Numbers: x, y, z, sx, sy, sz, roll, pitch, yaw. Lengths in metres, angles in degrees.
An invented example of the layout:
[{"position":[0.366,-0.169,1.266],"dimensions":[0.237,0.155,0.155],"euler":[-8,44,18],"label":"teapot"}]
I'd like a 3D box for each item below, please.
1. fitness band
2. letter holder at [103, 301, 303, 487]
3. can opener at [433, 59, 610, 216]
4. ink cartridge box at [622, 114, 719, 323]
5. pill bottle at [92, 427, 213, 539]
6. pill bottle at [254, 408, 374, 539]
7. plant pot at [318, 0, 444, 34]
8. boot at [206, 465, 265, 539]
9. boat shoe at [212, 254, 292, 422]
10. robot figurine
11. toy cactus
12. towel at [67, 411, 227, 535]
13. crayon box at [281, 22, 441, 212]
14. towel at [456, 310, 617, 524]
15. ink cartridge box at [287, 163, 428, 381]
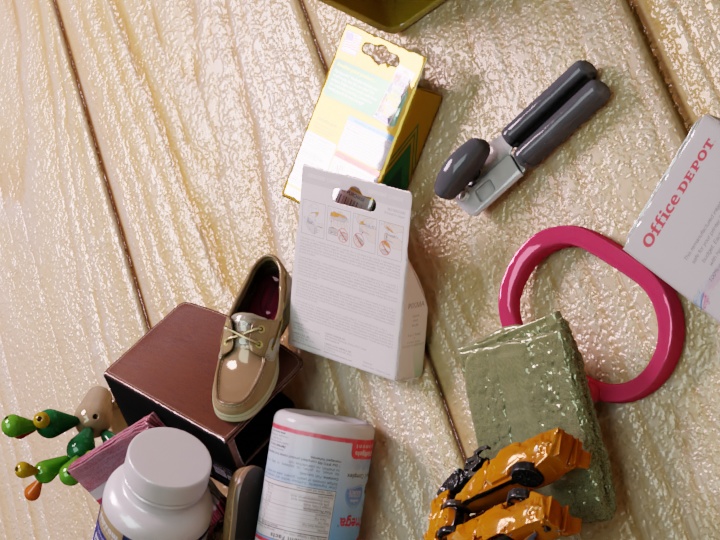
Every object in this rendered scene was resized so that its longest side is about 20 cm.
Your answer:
[{"position":[0.221,0.042,1.579],"dimensions":[0.199,0.037,0.145],"euler":[35,103,35],"label":"fitness band"},{"position":[-0.160,0.137,1.829],"dimensions":[0.199,0.101,0.142],"euler":[23,56,35],"label":"letter holder"},{"position":[0.156,-0.131,1.631],"dimensions":[0.200,0.067,0.054],"euler":[-43,61,26],"label":"can opener"},{"position":[0.354,-0.023,1.446],"dimensions":[0.200,0.085,0.148],"euler":[43,111,36],"label":"ink cartridge box"},{"position":[-0.221,0.270,1.748],"dimensions":[0.120,0.119,0.201],"euler":[45,133,33],"label":"pill bottle"},{"position":[-0.052,0.252,1.718],"dimensions":[0.108,0.108,0.202],"euler":[9,90,39],"label":"pill bottle"},{"position":[0.025,-0.402,1.702],"dimensions":[0.195,0.193,0.202],"euler":[-29,62,32],"label":"plant pot"},{"position":[-0.141,0.288,1.765],"dimensions":[0.075,0.073,0.202],"euler":[24,124,28],"label":"boot"},{"position":[-0.120,0.069,1.762],"dimensions":[0.073,0.067,0.201],"euler":[0,49,15],"label":"boat shoe"},{"position":[0.127,0.227,1.528],"dimensions":[0.200,0.058,0.146],"euler":[-37,30,48],"label":"robot figurine"},{"position":[-0.322,0.205,1.933],"dimensions":[0.166,0.198,0.103],"euler":[-82,9,-57],"label":"toy cactus"},{"position":[-0.218,0.264,1.830],"dimensions":[0.144,0.023,0.200],"euler":[-32,103,31],"label":"towel"},{"position":[0.006,-0.148,1.763],"dimensions":[0.125,0.051,0.202],"euler":[29,103,37],"label":"crayon box"},{"position":[0.169,0.150,1.571],"dimensions":[0.148,0.036,0.202],"euler":[-20,82,45],"label":"towel"},{"position":[0.000,0.000,1.724],"dimensions":[0.160,0.050,0.202],"euler":[17,106,39],"label":"ink cartridge box"}]
